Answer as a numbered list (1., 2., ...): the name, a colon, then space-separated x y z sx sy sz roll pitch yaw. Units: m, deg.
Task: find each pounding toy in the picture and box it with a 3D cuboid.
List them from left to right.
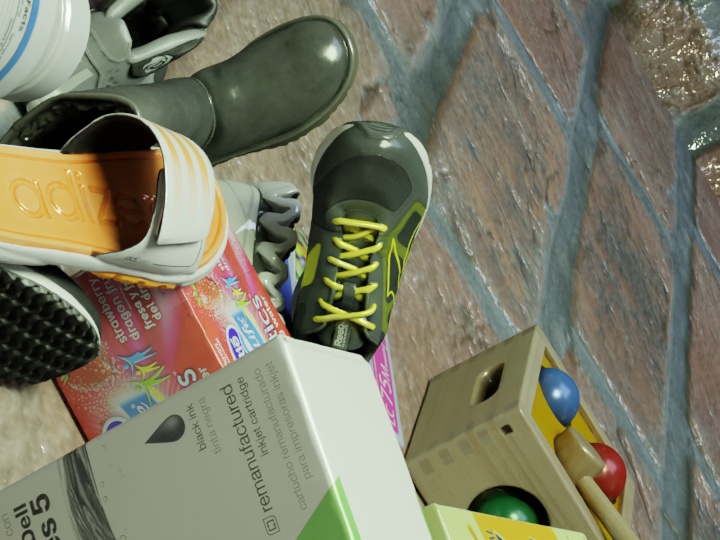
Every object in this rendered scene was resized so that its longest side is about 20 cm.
1. pounding toy: 0.144 0.164 1.517 0.185 0.141 0.200 58 19 -13

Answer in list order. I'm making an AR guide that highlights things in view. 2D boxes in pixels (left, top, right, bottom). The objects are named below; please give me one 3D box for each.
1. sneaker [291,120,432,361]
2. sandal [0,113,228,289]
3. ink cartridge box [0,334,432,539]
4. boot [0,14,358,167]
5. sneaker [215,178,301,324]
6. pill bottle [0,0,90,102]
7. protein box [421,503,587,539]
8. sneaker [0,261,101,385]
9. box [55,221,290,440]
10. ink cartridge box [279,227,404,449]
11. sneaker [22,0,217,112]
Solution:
1. sneaker: 0.000 0.000 1.228 0.085 0.074 0.201 -87 -175 -46
2. sandal: -0.119 -0.038 0.986 0.206 0.059 0.080 -1 62 -55
3. ink cartridge box: -0.072 0.140 0.898 0.084 0.199 0.147 18 47 -60
4. boot: -0.102 -0.095 1.180 0.073 0.181 0.200 60 14 10
5. sneaker: -0.085 0.029 1.233 0.080 0.075 0.202 14 53 -17
6. pill bottle: -0.221 -0.141 1.021 0.200 0.112 0.113 15 50 -66
7. protein box: 0.019 0.224 1.022 0.200 0.197 0.136 22 43 -62
8. sneaker: -0.194 -0.020 0.989 0.200 0.070 0.091 38 33 -47
9. box: -0.084 0.077 1.108 0.201 0.095 0.100 62 21 -2
10. ink cartridge box: -0.041 0.031 1.376 0.200 0.042 0.120 45 25 -39
11. sneaker: -0.128 -0.142 1.257 0.075 0.115 0.200 60 19 -7
